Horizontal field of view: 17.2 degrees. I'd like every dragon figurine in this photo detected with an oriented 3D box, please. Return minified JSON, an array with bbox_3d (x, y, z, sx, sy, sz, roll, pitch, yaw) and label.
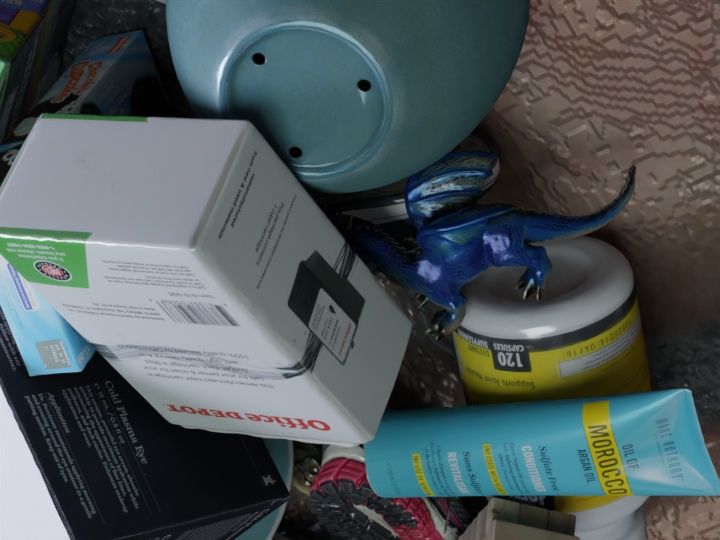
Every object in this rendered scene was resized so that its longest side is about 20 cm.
[{"bbox_3d":[0.060,-0.027,1.342,0.200,0.059,0.099,-23,131,6],"label":"dragon figurine"}]

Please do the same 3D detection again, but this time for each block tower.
[{"bbox_3d":[0.075,0.198,1.437,0.058,0.054,0.200,14,151,-11],"label":"block tower"}]

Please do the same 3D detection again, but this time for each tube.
[{"bbox_3d":[0.102,0.101,1.358,0.200,0.050,0.077,-5,131,24],"label":"tube"}]

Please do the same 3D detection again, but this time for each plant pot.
[{"bbox_3d":[-0.017,-0.119,1.260,0.200,0.135,0.200,5,122,9],"label":"plant pot"}]

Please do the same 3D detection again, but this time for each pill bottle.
[{"bbox_3d":[0.121,0.087,1.436,0.112,0.112,0.200,-5,118,14],"label":"pill bottle"}]

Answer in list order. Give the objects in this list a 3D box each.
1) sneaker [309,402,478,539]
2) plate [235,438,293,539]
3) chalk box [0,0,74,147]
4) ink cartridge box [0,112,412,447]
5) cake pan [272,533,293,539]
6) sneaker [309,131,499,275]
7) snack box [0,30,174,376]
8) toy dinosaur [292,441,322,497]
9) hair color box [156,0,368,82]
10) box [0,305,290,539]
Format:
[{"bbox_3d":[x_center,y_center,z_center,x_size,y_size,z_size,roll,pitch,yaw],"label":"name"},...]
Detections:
[{"bbox_3d":[0.041,0.149,1.492,0.081,0.075,0.200,-6,146,26],"label":"sneaker"},{"bbox_3d":[-0.137,0.122,1.503,0.200,0.026,0.200,-2,79,11],"label":"plate"},{"bbox_3d":[-0.252,-0.107,1.345,0.124,0.200,0.124,19,120,1],"label":"chalk box"},{"bbox_3d":[-0.082,0.007,1.275,0.147,0.083,0.200,4,149,33],"label":"ink cartridge box"},{"bbox_3d":[-0.085,0.236,1.578,0.200,0.037,0.200,4,136,4],"label":"cake pan"},{"bbox_3d":[-0.001,-0.001,1.436,0.202,0.077,0.146,-17,128,5],"label":"sneaker"},{"bbox_3d":[-0.156,-0.042,1.363,0.037,0.200,0.116,-7,119,23],"label":"snack box"},{"bbox_3d":[-0.108,0.132,1.549,0.200,0.047,0.088,13,117,8],"label":"toy dinosaur"},{"bbox_3d":[-0.009,-0.176,1.340,0.200,0.064,0.111,21,123,-3],"label":"hair color box"},{"bbox_3d":[-0.171,0.085,1.398,0.104,0.182,0.200,-38,71,35],"label":"box"}]
